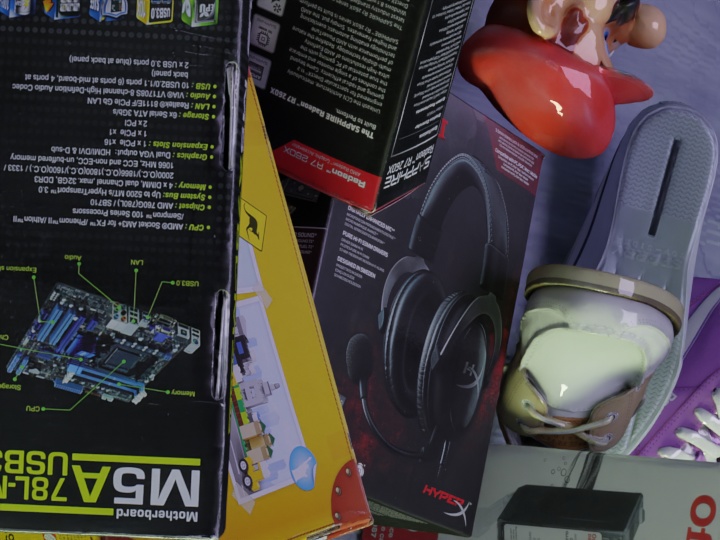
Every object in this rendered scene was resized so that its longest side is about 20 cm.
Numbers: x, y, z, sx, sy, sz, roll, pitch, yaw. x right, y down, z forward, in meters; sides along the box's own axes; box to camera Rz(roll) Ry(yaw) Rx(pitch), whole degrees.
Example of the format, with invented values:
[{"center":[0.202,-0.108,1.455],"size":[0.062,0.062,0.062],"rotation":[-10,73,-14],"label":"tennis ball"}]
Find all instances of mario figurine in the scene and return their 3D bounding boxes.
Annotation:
[{"center":[0.105,-0.151,1.009],"size":[0.123,0.105,0.202],"rotation":[5,83,-52],"label":"mario figurine"}]

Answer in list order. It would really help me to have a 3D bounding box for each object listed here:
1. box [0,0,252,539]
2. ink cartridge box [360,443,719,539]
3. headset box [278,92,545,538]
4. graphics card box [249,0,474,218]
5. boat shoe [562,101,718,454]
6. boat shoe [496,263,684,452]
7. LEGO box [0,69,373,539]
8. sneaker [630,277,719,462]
[{"center":[-0.135,-0.017,0.702],"size":[0.048,0.198,0.195],"rotation":[-153,-115,-89],"label":"box"},{"center":[0.096,0.157,1.003],"size":[0.084,0.199,0.146],"rotation":[26,71,-51],"label":"ink cartridge box"},{"center":[0.000,0.000,0.971],"size":[0.148,0.077,0.202],"rotation":[28,71,-51],"label":"headset box"},{"center":[-0.013,-0.138,0.849],"size":[0.051,0.125,0.202],"rotation":[-29,138,-55],"label":"graphics card box"},{"center":[0.138,0.013,1.162],"size":[0.067,0.073,0.201],"rotation":[-123,-124,-88],"label":"boat shoe"},{"center":[0.101,0.049,1.023],"size":[0.200,0.074,0.069],"rotation":[81,23,-75],"label":"boat shoe"},{"center":[-0.089,0.016,0.806],"size":[0.148,0.077,0.202],"rotation":[-10,83,-54],"label":"LEGO box"},{"center":[0.174,0.087,1.179],"size":[0.073,0.114,0.202],"rotation":[50,54,-43],"label":"sneaker"}]
